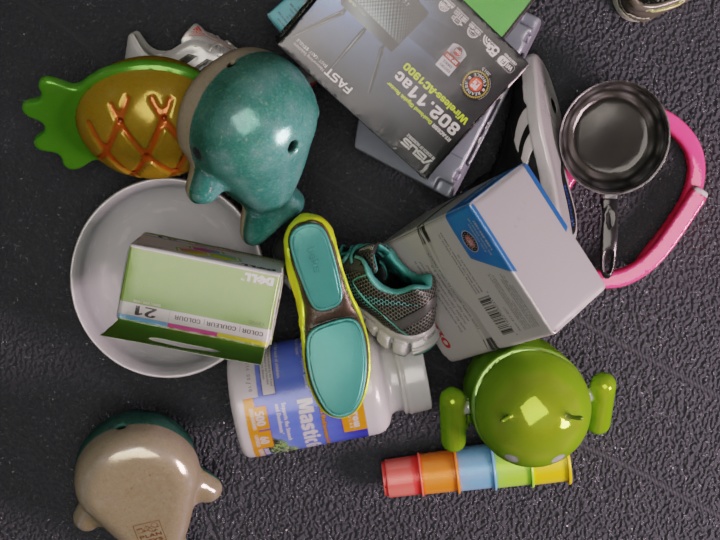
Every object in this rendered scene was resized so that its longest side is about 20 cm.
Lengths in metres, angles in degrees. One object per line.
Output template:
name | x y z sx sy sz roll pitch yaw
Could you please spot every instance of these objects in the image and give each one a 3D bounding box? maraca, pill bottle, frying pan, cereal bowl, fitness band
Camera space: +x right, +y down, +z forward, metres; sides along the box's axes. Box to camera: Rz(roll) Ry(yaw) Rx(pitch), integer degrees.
maraca | -0.223 -0.146 1.244 0.198 0.108 0.138 -3 135 2
pill bottle | -0.031 0.120 1.325 0.198 0.112 0.113 -10 97 1
frying pan | 0.269 -0.100 1.314 0.114 0.031 0.191 -21 103 1
cereal bowl | -0.193 0.004 1.322 0.198 0.083 0.202 0 97 -1
fitness band | 0.274 -0.076 1.348 0.143 0.037 0.201 35 93 -5

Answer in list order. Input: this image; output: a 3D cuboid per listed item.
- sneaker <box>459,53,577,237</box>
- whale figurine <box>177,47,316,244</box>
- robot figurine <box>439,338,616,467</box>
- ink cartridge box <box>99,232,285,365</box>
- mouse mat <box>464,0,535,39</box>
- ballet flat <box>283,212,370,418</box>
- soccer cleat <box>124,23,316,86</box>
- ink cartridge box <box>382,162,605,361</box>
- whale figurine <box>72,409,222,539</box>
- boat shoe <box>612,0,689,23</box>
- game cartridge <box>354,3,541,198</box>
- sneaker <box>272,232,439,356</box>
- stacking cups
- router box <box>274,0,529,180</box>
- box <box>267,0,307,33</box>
sneaker | 0.149 -0.116 1.324 0.111 0.073 0.202 -13 77 27
whale figurine | -0.088 -0.105 1.197 0.159 0.103 0.201 -39 139 -26
robot figurine | 0.164 0.127 1.285 0.174 0.200 0.117 -4 95 -2
ink cartridge box | -0.147 0.024 1.184 0.146 0.200 0.076 11 96 -3
mouse mat | 0.066 -0.257 1.262 0.161 0.008 0.200 37 98 -13
ballet flat | -0.033 0.041 1.253 0.066 0.067 0.202 -13 100 -4
soccer cleat | -0.143 -0.207 1.307 0.198 0.069 0.086 -1 107 4
ink cartridge box | 0.122 -0.003 1.267 0.084 0.200 0.147 -37 97 -27
whale figurine | -0.223 0.234 1.354 0.158 0.104 0.201 -15 121 0
boat shoe | 0.351 -0.319 1.309 0.201 0.060 0.072 -32 96 2
game cartridge | 0.081 -0.192 1.312 0.133 0.040 0.201 29 95 11
sneaker | 0.000 0.000 1.297 0.199 0.078 0.092 28 134 19
stacking cups | 0.122 0.213 1.367 0.198 0.061 0.061 -10 97 2
router box | 0.039 -0.209 1.234 0.200 0.062 0.150 40 99 -13
box | -0.003 -0.300 1.293 0.200 0.082 0.049 -41 96 3
